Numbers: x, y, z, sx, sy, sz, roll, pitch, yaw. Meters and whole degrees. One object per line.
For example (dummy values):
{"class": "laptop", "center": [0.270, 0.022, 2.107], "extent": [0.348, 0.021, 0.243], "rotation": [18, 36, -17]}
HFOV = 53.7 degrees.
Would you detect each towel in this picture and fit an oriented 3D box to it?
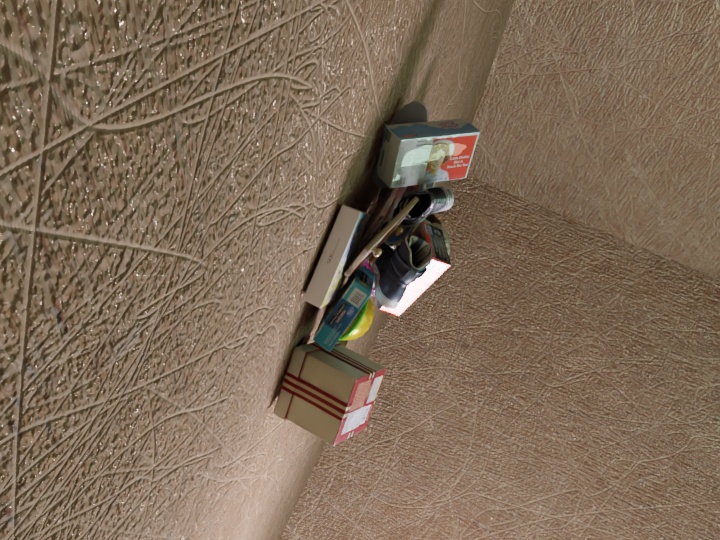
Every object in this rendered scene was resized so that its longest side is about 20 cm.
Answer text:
{"class": "towel", "center": [0.042, -0.114, 1.582], "extent": [0.200, 0.032, 0.191], "rotation": [-51, -171, 46]}

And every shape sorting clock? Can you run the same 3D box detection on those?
{"class": "shape sorting clock", "center": [0.089, -0.161, 1.671], "extent": [0.200, 0.039, 0.201], "rotation": [-27, -124, 48]}

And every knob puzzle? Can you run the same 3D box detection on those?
{"class": "knob puzzle", "center": [0.037, -0.046, 1.460], "extent": [0.220, 0.030, 0.220], "rotation": [-48, 178, -2]}

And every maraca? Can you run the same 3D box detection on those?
{"class": "maraca", "center": [-0.029, 0.102, 1.754], "extent": [0.137, 0.107, 0.200], "rotation": [-55, -162, 3]}

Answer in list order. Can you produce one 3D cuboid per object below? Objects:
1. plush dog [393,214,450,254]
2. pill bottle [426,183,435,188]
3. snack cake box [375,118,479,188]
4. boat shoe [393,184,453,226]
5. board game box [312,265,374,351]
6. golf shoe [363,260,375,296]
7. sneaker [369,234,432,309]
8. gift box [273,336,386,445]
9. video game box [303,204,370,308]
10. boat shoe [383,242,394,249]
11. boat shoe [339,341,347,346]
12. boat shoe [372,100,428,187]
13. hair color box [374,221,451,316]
{"class": "plush dog", "center": [0.156, -0.072, 1.760], "extent": [0.171, 0.160, 0.201], "rotation": [4, 83, -44]}
{"class": "pill bottle", "center": [0.143, -0.260, 1.794], "extent": [0.116, 0.116, 0.200], "rotation": [-58, 169, -48]}
{"class": "snack cake box", "center": [0.140, -0.246, 1.485], "extent": [0.200, 0.067, 0.115], "rotation": [-11, 131, -28]}
{"class": "boat shoe", "center": [0.115, -0.134, 1.526], "extent": [0.200, 0.068, 0.072], "rotation": [-12, -90, 59]}
{"class": "board game box", "center": [-0.033, 0.074, 1.534], "extent": [0.151, 0.047, 0.200], "rotation": [-54, -176, 11]}
{"class": "golf shoe", "center": [0.000, 0.000, 1.728], "extent": [0.075, 0.091, 0.200], "rotation": [-56, 159, -15]}
{"class": "sneaker", "center": [0.086, -0.031, 1.507], "extent": [0.146, 0.077, 0.203], "rotation": [-57, -157, 28]}
{"class": "gift box", "center": [-0.071, 0.264, 1.586], "extent": [0.200, 0.186, 0.185], "rotation": [5, 107, -66]}
{"class": "video game box", "center": [-0.044, -0.030, 1.430], "extent": [0.182, 0.047, 0.200], "rotation": [-32, 145, -85]}
{"class": "boat shoe", "center": [0.056, -0.056, 1.866], "extent": [0.062, 0.073, 0.200], "rotation": [-40, -175, 10]}
{"class": "boat shoe", "center": [-0.043, 0.130, 1.884], "extent": [0.200, 0.075, 0.068], "rotation": [-60, -171, -30]}
{"class": "boat shoe", "center": [0.094, -0.277, 1.551], "extent": [0.202, 0.074, 0.086], "rotation": [-67, 173, 24]}
{"class": "hair color box", "center": [0.111, -0.001, 1.604], "extent": [0.200, 0.064, 0.111], "rotation": [-47, -144, 35]}
